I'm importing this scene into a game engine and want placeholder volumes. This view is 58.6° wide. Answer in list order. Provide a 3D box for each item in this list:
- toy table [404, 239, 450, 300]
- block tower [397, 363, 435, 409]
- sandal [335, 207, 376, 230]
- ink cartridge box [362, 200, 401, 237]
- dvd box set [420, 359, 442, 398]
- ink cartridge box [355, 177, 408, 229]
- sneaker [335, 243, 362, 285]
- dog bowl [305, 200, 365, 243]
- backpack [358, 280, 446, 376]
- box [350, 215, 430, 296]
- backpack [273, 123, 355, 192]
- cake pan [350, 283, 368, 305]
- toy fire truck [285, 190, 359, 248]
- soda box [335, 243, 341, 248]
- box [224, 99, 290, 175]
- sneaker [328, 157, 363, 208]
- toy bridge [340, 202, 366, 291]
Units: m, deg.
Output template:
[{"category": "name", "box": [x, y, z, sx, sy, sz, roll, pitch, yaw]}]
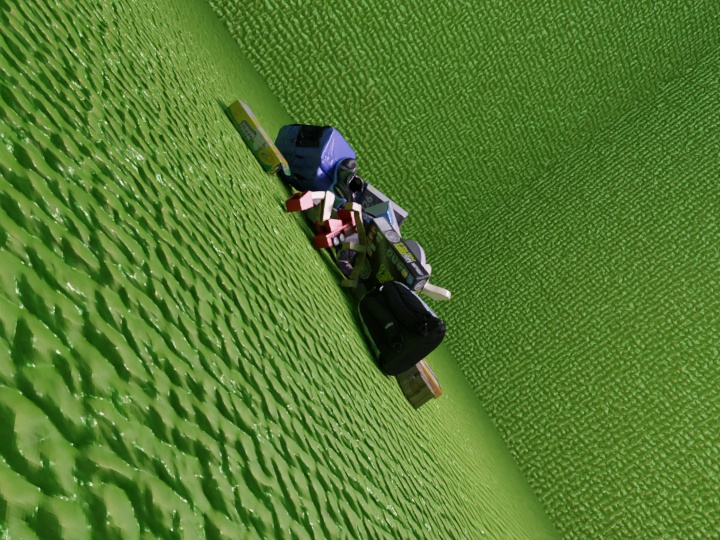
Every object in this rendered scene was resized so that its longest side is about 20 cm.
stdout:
[{"category": "toy table", "box": [0.131, 0.040, 1.657, 0.182, 0.203, 0.117, 8, -25, 44]}, {"category": "block tower", "box": [0.105, 0.216, 1.448, 0.054, 0.057, 0.201, 52, 6, -34]}, {"category": "sandal", "box": [0.003, -0.137, 1.640, 0.198, 0.043, 0.076, 35, 5, 7]}, {"category": "ink cartridge box", "box": [0.074, -0.078, 1.816, 0.145, 0.083, 0.204, -74, 146, -72]}, {"category": "dvd box set", "box": [0.161, 0.254, 1.837, 0.202, 0.029, 0.147, 55, 6, -15]}, {"category": "ink cartridge box", "box": [0.013, -0.147, 1.927, 0.198, 0.199, 0.047, 36, 29, 5]}, {"category": "sneaker", "box": [0.000, 0.000, 1.703, 0.201, 0.077, 0.085, 53, 2, -34]}, {"category": "dog bowl", "box": [-0.059, -0.122, 1.675, 0.198, 0.059, 0.200, 34, 6, -4]}, {"category": "backpack", "box": [0.075, 0.114, 1.372, 0.201, 0.162, 0.154, 51, -6, 35]}, {"category": "box", "box": [0.066, 0.000, 1.511, 0.044, 0.162, 0.201, -13, 54, -35]}, {"category": "backpack", "box": [-0.145, -0.299, 1.707, 0.197, 0.170, 0.163, 15, -19, 30]}, {"category": "cake pan", "box": [0.044, 0.114, 1.610, 0.202, 0.036, 0.200, 56, 6, -9]}, {"category": "toy fire truck", "box": [-0.078, -0.129, 1.483, 0.199, 0.048, 0.144, -32, 112, -47]}, {"category": "soda box", "box": [-0.071, -0.124, 1.851, 0.202, 0.063, 0.068, 57, 6, 6]}, {"category": "box", "box": [-0.240, -0.306, 1.536, 0.201, 0.048, 0.117, 53, 5, -4]}, {"category": "sneaker", "box": [-0.029, -0.221, 1.627, 0.201, 0.081, 0.072, -79, 160, -53]}, {"category": "toy bridge", "box": [-0.013, -0.052, 1.498, 0.067, 0.027, 0.205, 12, 78, -53]}]
